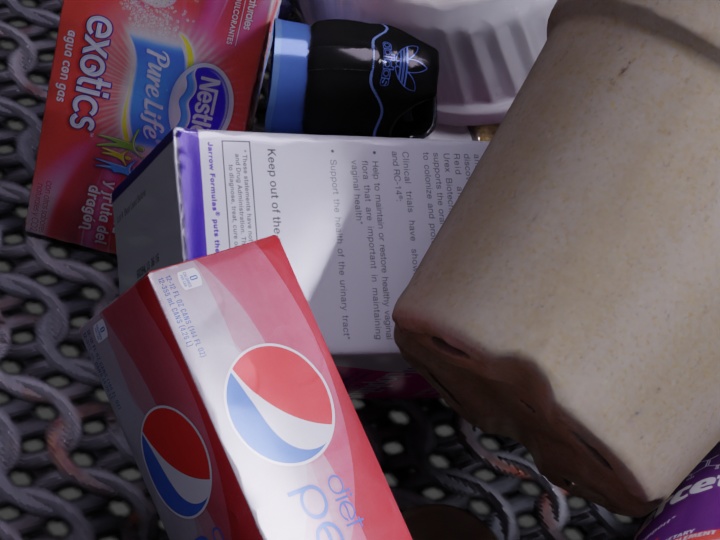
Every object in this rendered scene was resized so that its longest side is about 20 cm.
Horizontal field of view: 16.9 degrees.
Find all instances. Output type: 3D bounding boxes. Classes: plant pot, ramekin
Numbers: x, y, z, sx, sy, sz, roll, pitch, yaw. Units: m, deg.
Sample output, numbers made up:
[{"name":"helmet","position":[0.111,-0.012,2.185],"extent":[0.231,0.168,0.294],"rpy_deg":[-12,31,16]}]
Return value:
[{"name":"plant pot","position":[0.115,-0.010,0.990],"extent":[0.200,0.201,0.184],"rpy_deg":[34,77,20]},{"name":"ramekin","position":[0.055,-0.179,1.176],"extent":[0.201,0.094,0.203],"rpy_deg":[-5,69,13]}]

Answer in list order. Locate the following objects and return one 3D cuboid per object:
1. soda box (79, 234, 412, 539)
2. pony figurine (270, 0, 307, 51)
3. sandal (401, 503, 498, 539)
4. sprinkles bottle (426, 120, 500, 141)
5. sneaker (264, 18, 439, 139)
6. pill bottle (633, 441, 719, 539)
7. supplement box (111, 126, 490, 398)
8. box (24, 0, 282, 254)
[{"name":"soda box","position":[-0.033,0.093,0.945],"extent":[0.070,0.063,0.201],"rpy_deg":[-18,79,-39]},{"name":"pony figurine","position":[-0.060,-0.191,1.311],"extent":[0.192,0.167,0.201],"rpy_deg":[2,54,-33]},{"name":"sandal","position":[0.063,0.161,0.977],"extent":[0.080,0.054,0.200],"rpy_deg":[-3,43,-26]},{"name":"sprinkles bottle","position":[0.098,-0.069,1.270],"extent":[0.199,0.068,0.068],"rpy_deg":[-11,46,-33]},{"name":"sneaker","position":[-0.004,-0.068,1.145],"extent":[0.078,0.200,0.070],"rpy_deg":[5,81,0]},{"name":"pill bottle","position":[0.163,0.131,0.990],"extent":[0.112,0.113,0.200],"rpy_deg":[24,21,7]},{"name":"supplement box","position":[0.000,0.000,1.087],"extent":[0.199,0.101,0.104],"rpy_deg":[0,76,-22]},{"name":"box","position":[-0.089,-0.111,1.135],"extent":[0.094,0.201,0.103],"rpy_deg":[14,36,-2]}]
